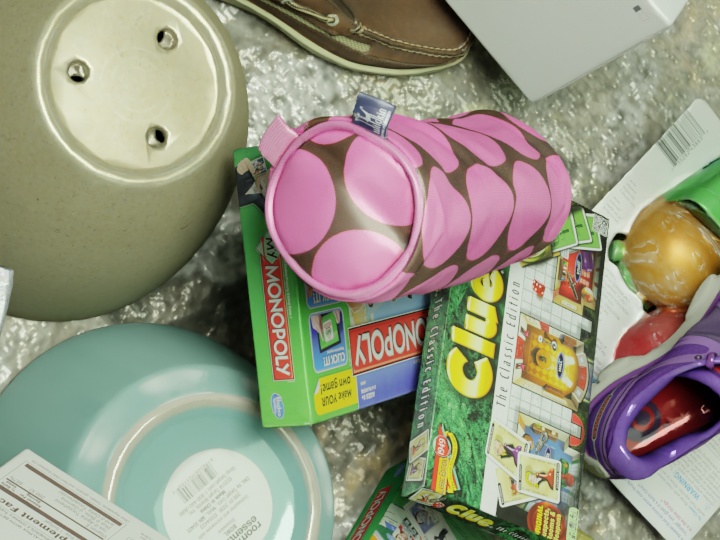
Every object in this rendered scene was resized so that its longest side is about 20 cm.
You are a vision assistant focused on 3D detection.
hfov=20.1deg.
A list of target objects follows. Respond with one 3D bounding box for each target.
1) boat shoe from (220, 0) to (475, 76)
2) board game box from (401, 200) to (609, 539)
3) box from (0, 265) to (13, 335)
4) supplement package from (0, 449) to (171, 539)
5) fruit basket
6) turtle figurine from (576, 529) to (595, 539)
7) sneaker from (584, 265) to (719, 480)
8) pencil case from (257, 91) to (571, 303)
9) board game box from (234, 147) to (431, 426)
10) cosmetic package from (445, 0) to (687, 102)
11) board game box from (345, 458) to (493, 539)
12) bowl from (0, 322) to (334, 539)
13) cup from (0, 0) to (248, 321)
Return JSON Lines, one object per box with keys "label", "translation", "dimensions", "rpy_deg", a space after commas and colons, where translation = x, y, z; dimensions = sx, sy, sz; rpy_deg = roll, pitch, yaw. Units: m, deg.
{"label": "boat shoe", "translation": [-0.017, -0.161, 1.123], "dimensions": [0.202, 0.075, 0.075], "rpy_deg": [15, 77, -23]}
{"label": "board game box", "translation": [0.081, 0.043, 1.092], "dimensions": [0.105, 0.023, 0.201], "rpy_deg": [23, 61, -26]}
{"label": "box", "translation": [-0.251, 0.046, 0.917], "dimensions": [0.132, 0.200, 0.115], "rpy_deg": [17, 78, -22]}
{"label": "supplement package", "translation": [-0.123, 0.211, 0.925], "dimensions": [0.200, 0.156, 0.111], "rpy_deg": [30, 28, 14]}
{"label": "fruit basket", "translation": [0.192, 0.031, 1.206], "dimensions": [0.200, 0.094, 0.185], "rpy_deg": [-46, 103, -7]}
{"label": "turtle figurine", "translation": [0.111, 0.168, 1.114], "dimensions": [0.200, 0.064, 0.162], "rpy_deg": [-22, 81, -57]}
{"label": "sneaker", "translation": [0.209, 0.053, 1.124], "dimensions": [0.200, 0.083, 0.081], "rpy_deg": [-41, 103, -5]}
{"label": "pencil case", "translation": [0.030, -0.040, 0.988], "dimensions": [0.094, 0.200, 0.091], "rpy_deg": [36, 107, 19]}
{"label": "board game box", "translation": [0.000, 0.000, 1.059], "dimensions": [0.200, 0.029, 0.135], "rpy_deg": [-12, 95, -65]}
{"label": "cosmetic package", "translation": [0.114, -0.243, 1.147], "dimensions": [0.199, 0.123, 0.200], "rpy_deg": [49, 52, -12]}
{"label": "board game box", "translation": [0.062, 0.216, 1.109], "dimensions": [0.200, 0.029, 0.135], "rpy_deg": [49, 41, -12]}
{"label": "bowl", "translation": [-0.094, 0.122, 1.036], "dimensions": [0.200, 0.105, 0.202], "rpy_deg": [3, 82, -24]}
{"label": "cup", "translation": [-0.135, -0.080, 1.020], "dimensions": [0.200, 0.143, 0.201], "rpy_deg": [3, 83, -25]}
